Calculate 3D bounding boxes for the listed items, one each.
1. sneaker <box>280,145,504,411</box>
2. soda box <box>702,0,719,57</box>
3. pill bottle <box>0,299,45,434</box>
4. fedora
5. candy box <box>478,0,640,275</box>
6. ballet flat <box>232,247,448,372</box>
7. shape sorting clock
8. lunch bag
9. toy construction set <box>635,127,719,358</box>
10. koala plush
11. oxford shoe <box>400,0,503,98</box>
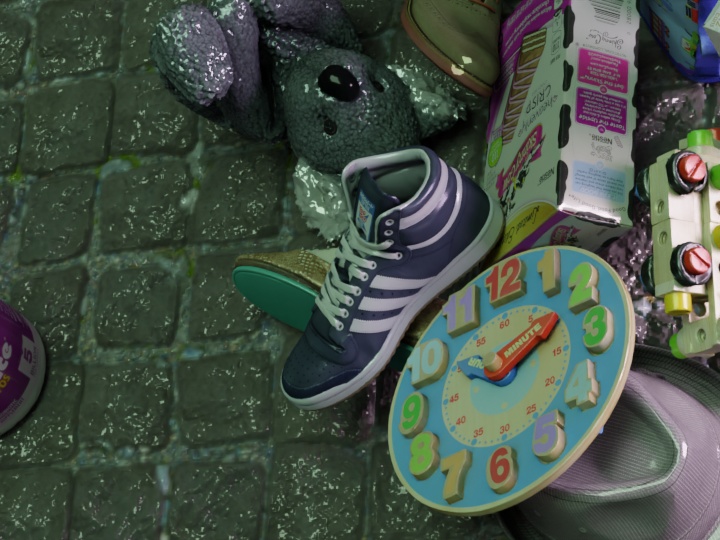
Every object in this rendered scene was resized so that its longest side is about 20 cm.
[{"bbox_3d":[0.000,0.000,1.502,0.200,0.108,0.070,-46,48,2],"label":"sneaker"},{"bbox_3d":[0.293,-0.129,1.450,0.068,0.200,0.064,28,82,32],"label":"soda box"},{"bbox_3d":[-0.330,0.048,1.659,0.111,0.200,0.113,-10,64,21],"label":"pill bottle"},{"bbox_3d":[0.167,0.122,1.461,0.199,0.090,0.178,24,79,31],"label":"fedora"},{"bbox_3d":[0.139,-0.103,1.548,0.061,0.136,0.202,12,66,-18],"label":"candy box"},{"bbox_3d":[-0.001,0.022,1.607,0.199,0.071,0.065,25,61,26],"label":"ballet flat"},{"bbox_3d":[0.095,0.069,1.451,0.199,0.039,0.201,-31,36,26],"label":"shape sorting clock"},{"bbox_3d":[0.217,-0.236,1.554,0.093,0.151,0.201,-14,63,-1],"label":"lunch bag"},{"bbox_3d":[0.246,-0.017,1.472,0.092,0.130,0.201,-45,45,48],"label":"toy construction set"},{"bbox_3d":[-0.031,-0.135,1.649,0.200,0.184,0.177,40,75,12],"label":"koala plush"},{"bbox_3d":[0.074,-0.200,1.618,0.075,0.070,0.201,-47,32,22],"label":"oxford shoe"}]
